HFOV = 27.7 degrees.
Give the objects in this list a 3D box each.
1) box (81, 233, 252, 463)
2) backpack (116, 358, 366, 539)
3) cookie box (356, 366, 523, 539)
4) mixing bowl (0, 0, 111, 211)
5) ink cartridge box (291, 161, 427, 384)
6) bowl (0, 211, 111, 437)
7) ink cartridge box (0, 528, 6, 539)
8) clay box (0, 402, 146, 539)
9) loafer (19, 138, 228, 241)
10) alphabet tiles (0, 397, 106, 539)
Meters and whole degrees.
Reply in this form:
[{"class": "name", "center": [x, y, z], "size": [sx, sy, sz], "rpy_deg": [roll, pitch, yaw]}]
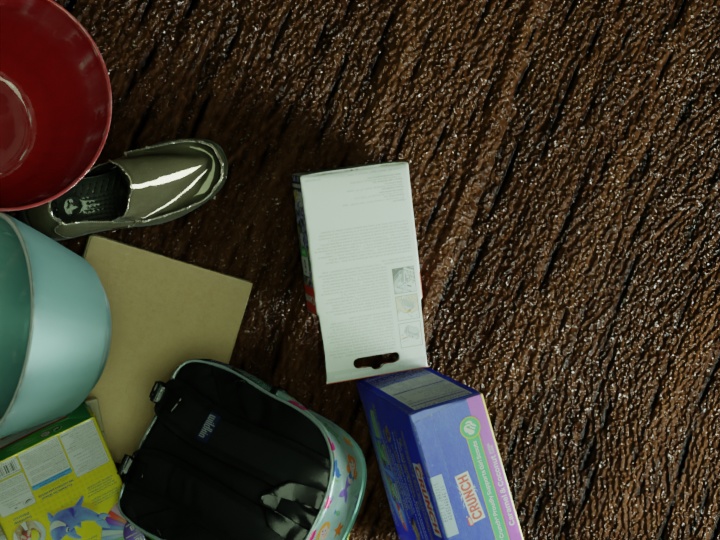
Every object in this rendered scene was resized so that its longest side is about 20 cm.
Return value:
[{"class": "box", "center": [-0.206, 0.084, 1.377], "size": [0.162, 0.021, 0.202], "rpy_deg": [17, 90, -14]}, {"class": "backpack", "center": [-0.095, 0.192, 1.311], "size": [0.150, 0.199, 0.179], "rpy_deg": [35, 78, -55]}, {"class": "cookie box", "center": [0.073, 0.188, 1.363], "size": [0.075, 0.200, 0.172], "rpy_deg": [-17, 98, -12]}, {"class": "mixing bowl", "center": [-0.328, -0.140, 1.275], "size": [0.199, 0.108, 0.202], "rpy_deg": [5, 79, -24]}, {"class": "ink cartridge box", "center": [0.000, 0.000, 1.409], "size": [0.108, 0.050, 0.202], "rpy_deg": [-8, 97, -14]}, {"class": "bowl", "center": [-0.292, 0.055, 1.283], "size": [0.105, 0.200, 0.202], "rpy_deg": [10, 92, -41]}, {"class": "ink cartridge box", "center": [-0.412, 0.185, 1.323], "size": [0.199, 0.048, 0.147], "rpy_deg": [7, 93, -29]}, {"class": "clay box", "center": [-0.265, 0.234, 1.335], "size": [0.114, 0.048, 0.201], "rpy_deg": [-25, 114, -17]}, {"class": "loafer", "center": [-0.208, -0.071, 1.333], "size": [0.199, 0.070, 0.076], "rpy_deg": [-21, 99, -21]}, {"class": "alphabet tiles", "center": [-0.321, 0.220, 1.335], "size": [0.199, 0.008, 0.168], "rpy_deg": [-15, 110, -21]}]
